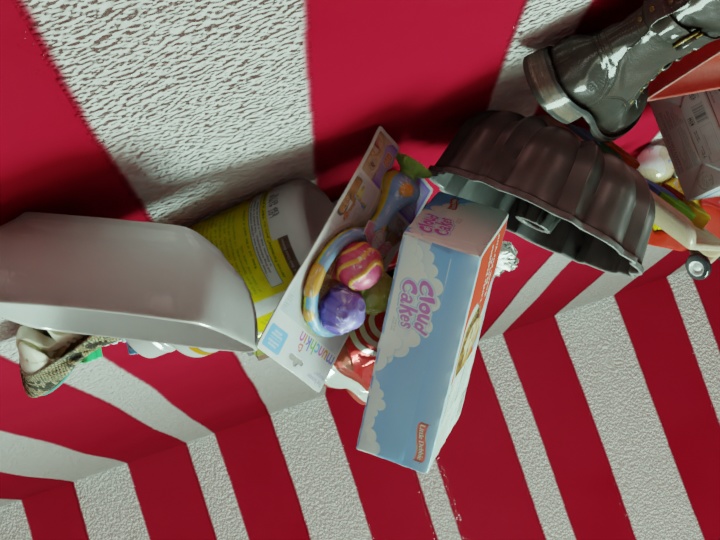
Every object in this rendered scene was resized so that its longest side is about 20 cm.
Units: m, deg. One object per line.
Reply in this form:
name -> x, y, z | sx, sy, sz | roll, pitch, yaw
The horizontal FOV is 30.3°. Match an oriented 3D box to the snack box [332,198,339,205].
snack box -> -0.073, -0.016, 1.316 | 0.199, 0.037, 0.116 | -23, 170, 17

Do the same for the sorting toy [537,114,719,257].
sorting toy -> 0.260, -0.082, 1.253 | 0.037, 0.185, 0.200 | -54, 160, 11

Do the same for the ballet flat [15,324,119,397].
ballet flat -> -0.284, 0.058, 1.282 | 0.199, 0.068, 0.075 | -31, 144, 29

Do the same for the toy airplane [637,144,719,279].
toy airplane -> 0.334, -0.081, 1.553 | 0.198, 0.142, 0.200 | -8, -154, -6

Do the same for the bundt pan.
bundt pan -> 0.159, -0.071, 1.118 | 0.201, 0.076, 0.202 | 25, 176, 2

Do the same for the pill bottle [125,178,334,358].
pill bottle -> -0.112, 0.006, 1.145 | 0.199, 0.110, 0.109 | -23, 170, 19

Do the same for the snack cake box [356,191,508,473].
snack cake box -> 0.060, 0.050, 1.102 | 0.067, 0.201, 0.115 | 17, -156, 13

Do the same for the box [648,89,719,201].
box -> 0.374, -0.137, 1.291 | 0.199, 0.117, 0.060 | -12, 168, -43

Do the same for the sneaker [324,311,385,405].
sneaker -> 0.034, 0.073, 1.258 | 0.115, 0.079, 0.200 | -22, 170, 17

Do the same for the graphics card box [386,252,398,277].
graphics card box -> 0.000, 0.000, 1.290 | 0.125, 0.051, 0.200 | -19, 171, -7

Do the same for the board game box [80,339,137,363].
board game box -> -0.195, 0.064, 1.450 | 0.199, 0.026, 0.200 | -13, 180, -33

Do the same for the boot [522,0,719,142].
boot -> 0.230, -0.166, 0.989 | 0.174, 0.070, 0.200 | -27, 169, 29

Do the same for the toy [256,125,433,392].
toy -> 0.004, -0.001, 1.070 | 0.047, 0.201, 0.115 | 19, 167, 32

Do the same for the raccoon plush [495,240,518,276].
raccoon plush -> 0.080, 0.009, 1.505 | 0.199, 0.097, 0.134 | -20, -151, 4

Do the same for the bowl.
bowl -> -0.178, 0.008, 0.990 | 0.198, 0.075, 0.200 | 5, 172, 8

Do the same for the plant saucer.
plant saucer -> 0.361, -0.208, 1.103 | 0.199, 0.037, 0.199 | -14, 169, -33

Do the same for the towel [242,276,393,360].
towel -> -0.020, 0.039, 1.256 | 0.199, 0.023, 0.144 | -19, 168, -5
